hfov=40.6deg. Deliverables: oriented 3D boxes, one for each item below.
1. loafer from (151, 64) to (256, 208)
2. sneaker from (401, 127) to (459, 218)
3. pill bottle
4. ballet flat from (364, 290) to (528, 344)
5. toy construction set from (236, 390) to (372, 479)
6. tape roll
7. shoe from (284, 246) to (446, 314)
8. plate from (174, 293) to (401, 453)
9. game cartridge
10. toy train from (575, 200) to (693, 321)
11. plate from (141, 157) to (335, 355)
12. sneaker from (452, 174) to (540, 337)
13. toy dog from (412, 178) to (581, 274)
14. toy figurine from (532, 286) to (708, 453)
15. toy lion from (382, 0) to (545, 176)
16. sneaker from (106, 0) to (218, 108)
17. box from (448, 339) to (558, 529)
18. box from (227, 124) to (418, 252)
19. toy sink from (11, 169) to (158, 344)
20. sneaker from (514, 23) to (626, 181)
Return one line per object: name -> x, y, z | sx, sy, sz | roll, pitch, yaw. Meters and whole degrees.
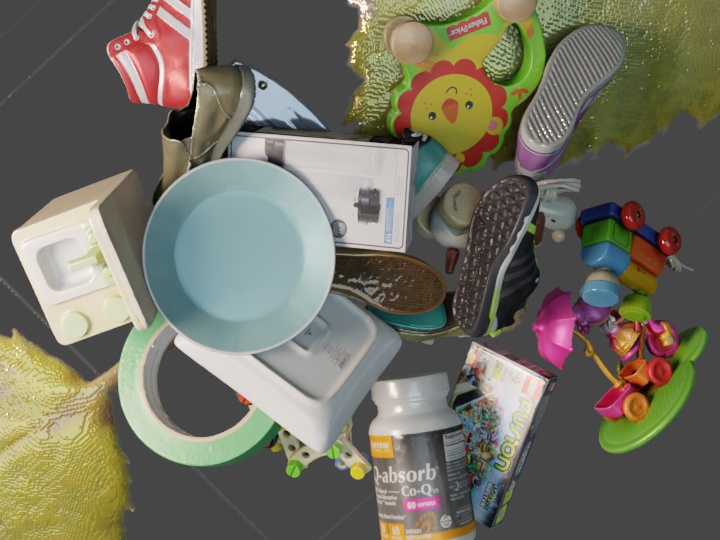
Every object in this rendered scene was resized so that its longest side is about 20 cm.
loafer -> -0.178, -0.136, 1.009 | 0.069, 0.076, 0.201 | 12, 127, -32
sneaker -> 0.020, -0.077, 1.108 | 0.080, 0.071, 0.200 | 40, 112, -7
pill bottle -> 0.070, 0.226, 1.159 | 0.115, 0.116, 0.202 | -7, 86, -6
ballet flat -> 0.104, 0.058, 1.172 | 0.198, 0.071, 0.071 | -7, 106, -5
toy construction set -> -0.068, 0.156, 1.153 | 0.130, 0.092, 0.202 | -10, 99, 20
tape roll -> -0.172, 0.119, 1.101 | 0.198, 0.048, 0.203 | -2, 78, 9
shoe -> 0.000, 0.000, 1.079 | 0.198, 0.053, 0.071 | 12, 107, -14
plate -> -0.067, 0.070, 1.059 | 0.199, 0.200, 0.032 | 37, 135, 4
game cartridge -> -0.101, -0.134, 1.101 | 0.133, 0.041, 0.200 | -44, 106, 8
toy train -> 0.336, 0.010, 1.154 | 0.199, 0.084, 0.117 | 28, 64, -31
plate -> -0.124, -0.015, 1.003 | 0.198, 0.026, 0.203 | 0, 91, -12
sneaker -> 0.162, -0.015, 1.068 | 0.082, 0.072, 0.202 | -3, 125, -31
toy dog -> 0.159, -0.044, 1.127 | 0.198, 0.132, 0.097 | -2, 83, 2
toy figurine -> 0.301, 0.085, 1.183 | 0.184, 0.150, 0.200 | 43, 73, -7
toy lion -> 0.119, -0.211, 1.105 | 0.198, 0.069, 0.193 | -23, 114, -3
sneaker -> -0.210, -0.272, 1.030 | 0.111, 0.071, 0.202 | 0, 92, 5
box -> 0.155, 0.199, 1.195 | 0.109, 0.035, 0.202 | 24, 103, 28
box -> -0.041, -0.088, 1.043 | 0.198, 0.060, 0.118 | 7, 106, 9
toy sink -> -0.278, -0.010, 1.017 | 0.111, 0.200, 0.131 | -20, 108, 3
sneaker -> 0.232, -0.189, 1.125 | 0.072, 0.115, 0.201 | 33, 68, 15
